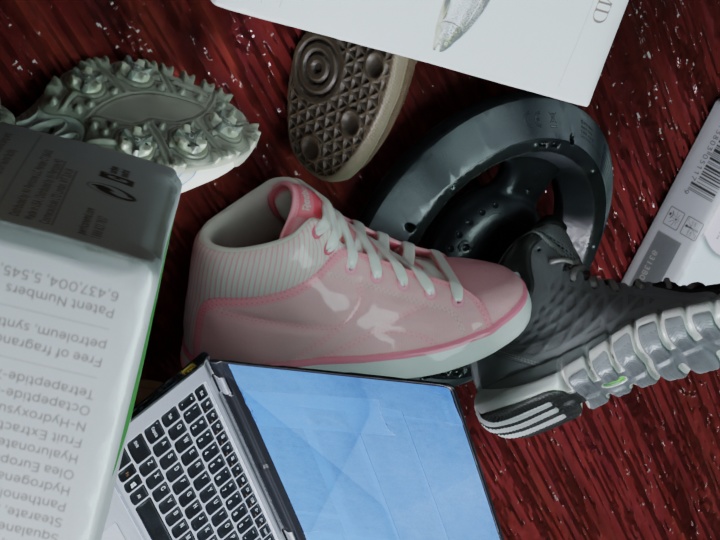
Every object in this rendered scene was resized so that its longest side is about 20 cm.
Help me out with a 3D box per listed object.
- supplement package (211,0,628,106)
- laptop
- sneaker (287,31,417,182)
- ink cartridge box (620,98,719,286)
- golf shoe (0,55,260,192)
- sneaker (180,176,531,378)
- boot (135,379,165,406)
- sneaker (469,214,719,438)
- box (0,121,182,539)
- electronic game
[{"bbox_3d":[0.023,-0.169,1.102,0.199,0.117,0.117,12,107,-24],"label":"supplement package"},{"bbox_3d":[-0.045,0.142,1.196,0.200,0.116,0.188,-38,141,-16],"label":"laptop"},{"bbox_3d":[0.024,-0.140,1.230,0.075,0.070,0.201,-7,121,-48],"label":"sneaker"},{"bbox_3d":[0.273,-0.021,1.633,0.200,0.057,0.163,18,101,-49],"label":"ink cartridge box"},{"bbox_3d":[-0.142,-0.042,1.124,0.200,0.078,0.097,-13,143,-37],"label":"golf shoe"},{"bbox_3d":[0.000,0.000,1.263,0.199,0.075,0.105,-8,120,-14],"label":"sneaker"},{"bbox_3d":[-0.184,0.142,1.209,0.200,0.070,0.147,-15,133,-42],"label":"boot"},{"bbox_3d":[0.146,0.009,1.333,0.199,0.116,0.075,-21,154,9],"label":"sneaker"},{"bbox_3d":[-0.186,0.032,0.928,0.199,0.199,0.172,-100,-155,-77],"label":"box"},{"bbox_3d":[0.071,-0.015,1.389,0.200,0.042,0.201,-23,134,-27],"label":"electronic game"}]
